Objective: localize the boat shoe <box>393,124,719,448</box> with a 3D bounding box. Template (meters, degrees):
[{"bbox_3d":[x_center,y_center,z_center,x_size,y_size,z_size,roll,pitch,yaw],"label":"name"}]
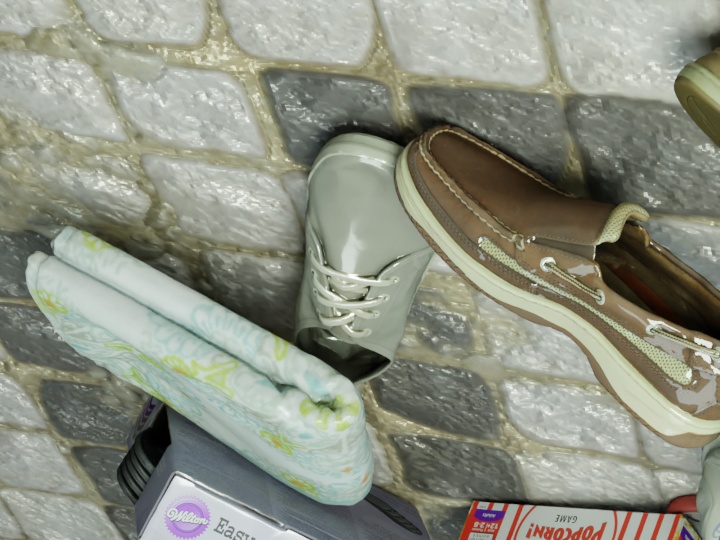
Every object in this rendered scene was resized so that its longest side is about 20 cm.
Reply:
[{"bbox_3d":[0.109,-0.010,1.099,0.202,0.075,0.075,39,132,7],"label":"boat shoe"}]

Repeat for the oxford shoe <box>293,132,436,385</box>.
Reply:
[{"bbox_3d":[0.000,0.000,1.210,0.075,0.058,0.200,19,148,5],"label":"oxford shoe"}]

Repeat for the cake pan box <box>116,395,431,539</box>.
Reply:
[{"bbox_3d":[-0.045,0.146,1.368,0.199,0.053,0.184,28,-173,-15],"label":"cake pan box"}]

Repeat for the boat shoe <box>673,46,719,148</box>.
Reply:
[{"bbox_3d":[0.229,-0.048,1.011,0.200,0.063,0.073,30,178,-4],"label":"boat shoe"}]

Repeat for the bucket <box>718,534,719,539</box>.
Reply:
[{"bbox_3d":[0.268,0.095,1.065,0.206,0.136,0.207,21,173,3],"label":"bucket"}]

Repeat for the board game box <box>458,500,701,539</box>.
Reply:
[{"bbox_3d":[0.170,0.215,1.446,0.151,0.047,0.200,-1,144,39],"label":"board game box"}]

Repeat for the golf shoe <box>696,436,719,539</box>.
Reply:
[{"bbox_3d":[0.222,0.169,1.283,0.078,0.098,0.200,-1,142,30],"label":"golf shoe"}]

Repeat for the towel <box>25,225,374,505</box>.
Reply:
[{"bbox_3d":[-0.084,0.056,1.281,0.199,0.048,0.171,28,168,11],"label":"towel"}]

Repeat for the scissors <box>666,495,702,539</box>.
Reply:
[{"bbox_3d":[0.245,0.127,1.310,0.073,0.014,0.200,32,146,-14],"label":"scissors"}]
